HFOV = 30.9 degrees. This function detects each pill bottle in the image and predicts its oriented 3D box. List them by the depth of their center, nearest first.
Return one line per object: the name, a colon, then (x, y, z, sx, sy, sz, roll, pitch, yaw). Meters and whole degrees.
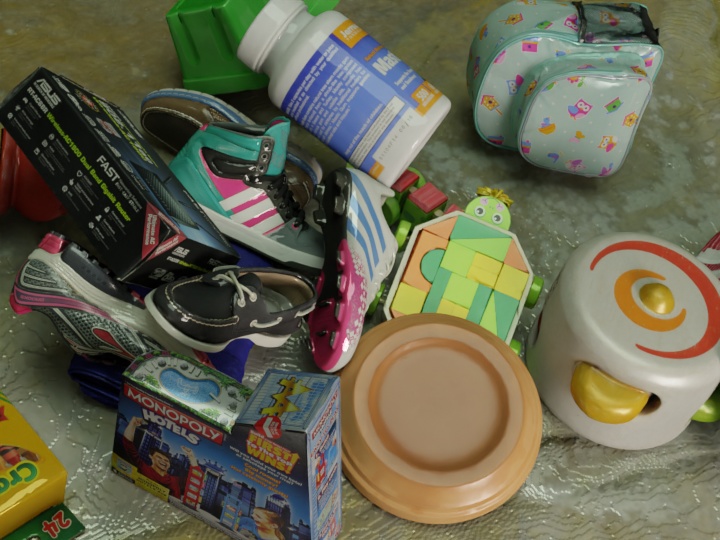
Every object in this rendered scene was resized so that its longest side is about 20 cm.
pill bottle: (-0.019, -0.181, 1.273, 0.199, 0.112, 0.112, 39, 50, 1)

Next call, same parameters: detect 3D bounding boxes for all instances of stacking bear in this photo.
stacking bear: (-0.358, -0.091, 1.202, 0.198, 0.114, 0.122, 6, 50, -19)

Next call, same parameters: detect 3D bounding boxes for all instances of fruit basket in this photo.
fruit basket: (-0.085, -0.247, 1.412, 0.154, 0.217, 0.216, 1, 34, 40)

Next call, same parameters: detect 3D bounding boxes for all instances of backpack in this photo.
backpack: (0.216, -0.202, 1.424, 0.198, 0.177, 0.154, 9, 45, -4)

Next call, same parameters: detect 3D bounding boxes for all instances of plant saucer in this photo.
plant saucer: (0.068, 0.125, 1.168, 0.198, 0.038, 0.202, 3, 61, -5)

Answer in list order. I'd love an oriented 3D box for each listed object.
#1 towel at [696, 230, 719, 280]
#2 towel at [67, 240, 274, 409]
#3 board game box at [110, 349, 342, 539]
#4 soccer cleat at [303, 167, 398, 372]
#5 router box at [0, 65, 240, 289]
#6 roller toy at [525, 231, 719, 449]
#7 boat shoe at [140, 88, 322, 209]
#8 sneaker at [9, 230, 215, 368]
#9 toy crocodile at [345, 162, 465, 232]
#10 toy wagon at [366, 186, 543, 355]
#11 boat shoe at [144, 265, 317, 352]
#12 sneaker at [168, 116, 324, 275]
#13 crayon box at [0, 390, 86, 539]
towel: (0.399, -0.015, 1.356, 0.199, 0.143, 0.023, -36, 102, -37)
towel: (-0.167, 0.049, 1.184, 0.146, 0.050, 0.201, 22, 49, -6)
board game box: (-0.093, 0.134, 1.030, 0.199, 0.201, 0.062, 27, 49, 6)
soccer cleat: (0.000, 0.000, 1.208, 0.086, 0.070, 0.202, 17, 65, -31)
router box: (-0.207, -0.071, 1.130, 0.062, 0.150, 0.200, -42, 73, 7)
roller toy: (0.258, 0.063, 1.240, 0.198, 0.140, 0.183, -10, 54, -24)
boat shoe: (-0.138, -0.118, 1.311, 0.198, 0.073, 0.073, 23, 50, 2)
sneaker: (-0.200, 0.054, 1.093, 0.199, 0.081, 0.075, 38, 85, -4)
toy crocodile: (0.069, -0.059, 1.334, 0.199, 0.062, 0.067, 38, 51, 14)
toy wagon: (0.100, 0.003, 1.266, 0.154, 0.040, 0.202, 22, 73, 1)
boat shoe: (-0.104, 0.027, 1.104, 0.074, 0.060, 0.199, 55, 21, 24)
sneaker: (-0.083, -0.084, 1.249, 0.199, 0.122, 0.084, 25, 12, -12)
crayon box: (-0.324, 0.157, 1.039, 0.127, 0.051, 0.200, -32, 67, -36)
